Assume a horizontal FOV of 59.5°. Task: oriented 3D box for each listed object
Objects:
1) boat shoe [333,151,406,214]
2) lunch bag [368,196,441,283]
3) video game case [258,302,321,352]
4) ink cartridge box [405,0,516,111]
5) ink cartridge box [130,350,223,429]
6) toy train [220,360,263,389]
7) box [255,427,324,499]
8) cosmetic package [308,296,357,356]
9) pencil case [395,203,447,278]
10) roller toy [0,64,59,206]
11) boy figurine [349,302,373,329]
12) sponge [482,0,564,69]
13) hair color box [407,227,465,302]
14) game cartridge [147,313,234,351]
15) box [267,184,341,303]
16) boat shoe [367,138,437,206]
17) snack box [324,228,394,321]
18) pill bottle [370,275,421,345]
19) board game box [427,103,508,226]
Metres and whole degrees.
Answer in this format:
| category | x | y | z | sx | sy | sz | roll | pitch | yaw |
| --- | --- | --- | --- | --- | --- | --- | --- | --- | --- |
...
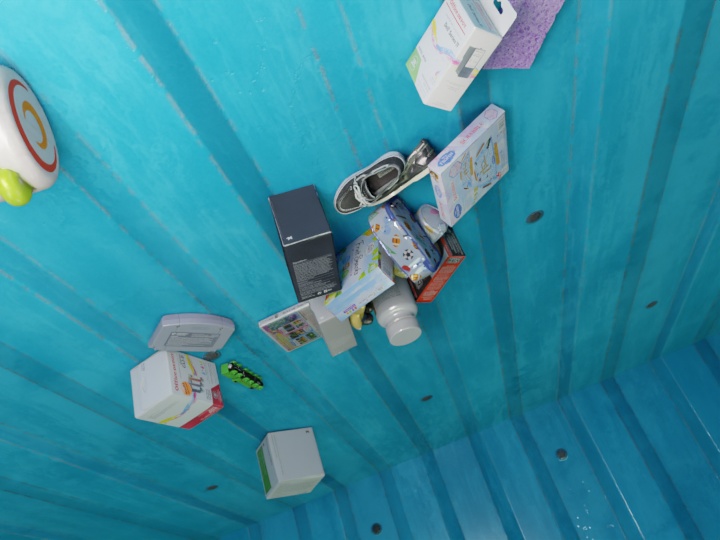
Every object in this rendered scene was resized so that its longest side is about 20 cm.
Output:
| category | x | y | z | sx | sy | sz | roll | pitch | yaw |
| --- | --- | --- | --- | --- | --- | --- | --- | --- | --- |
| boat shoe | 0.014 | -0.172 | 1.333 | 0.198 | 0.068 | 0.074 | -28 | 115 | 30 |
| lunch bag | 0.103 | -0.077 | 1.433 | 0.075 | 0.201 | 0.160 | -34 | -177 | 23 |
| video game case | -0.168 | 0.155 | 1.786 | 0.180 | 0.024 | 0.200 | -24 | 148 | 6 |
| ink cartridge box | 0.168 | -0.394 | 1.084 | 0.066 | 0.118 | 0.201 | 6 | 139 | -32 |
| ink cartridge box | -0.505 | 0.326 | 1.730 | 0.144 | 0.147 | 0.199 | -33 | 146 | 18 |
| toy train | -0.358 | 0.324 | 1.912 | 0.056 | 0.042 | 0.200 | -17 | 149 | 13 |
| box | -0.271 | 0.738 | 2.413 | 0.197 | 0.201 | 0.172 | 1 | 141 | -31 |
| cosmetic package | -0.076 | 0.133 | 1.688 | 0.089 | 0.108 | 0.201 | -23 | 148 | -9 |
| pencil case | 0.137 | -0.070 | 1.567 | 0.082 | 0.092 | 0.201 | 2 | 140 | -31 |
| roller toy | -0.544 | -0.193 | 0.918 | 0.138 | 0.201 | 0.185 | -17 | 118 | -5 |
| boy figurine | -0.004 | 0.092 | 1.693 | 0.063 | 0.127 | 0.200 | 2 | 166 | 7 |
| sponge | 0.301 | -0.458 | 1.148 | 0.110 | 0.030 | 0.201 | -6 | 144 | -22 |
| hair color box | 0.193 | -0.013 | 1.672 | 0.060 | 0.103 | 0.201 | 0 | 141 | -28 |
| game cartridge | -0.434 | 0.162 | 1.634 | 0.198 | 0.041 | 0.133 | 7 | 141 | -37 |
| box | -0.119 | -0.056 | 1.373 | 0.105 | 0.150 | 0.201 | -17 | 143 | -7 |
| boat shoe | 0.079 | -0.210 | 1.371 | 0.199 | 0.072 | 0.068 | -32 | 108 | 29 |
| snack box | 0.000 | 0.000 | 1.488 | 0.168 | 0.201 | 0.068 | -36 | 117 | 23 |
| pill bottle | 0.089 | 0.090 | 1.670 | 0.112 | 0.202 | 0.115 | -14 | 147 | -9 |
| board game box | 0.241 | -0.224 | 1.375 | 0.199 | 0.041 | 0.201 | -44 | 149 | -11 |
